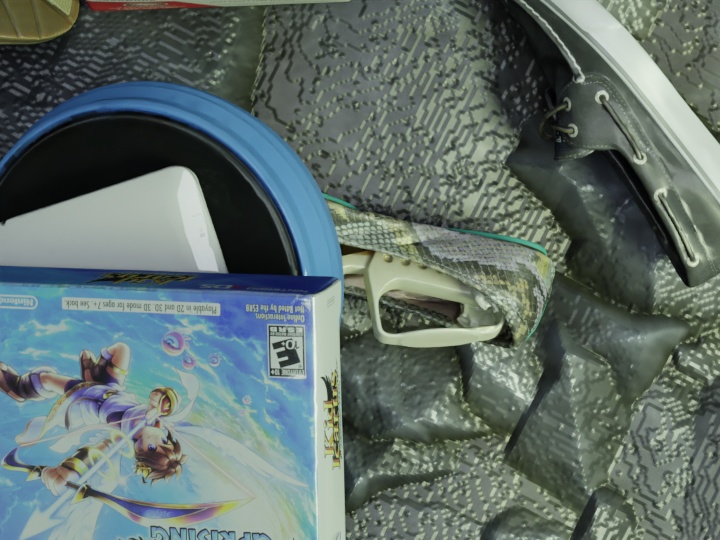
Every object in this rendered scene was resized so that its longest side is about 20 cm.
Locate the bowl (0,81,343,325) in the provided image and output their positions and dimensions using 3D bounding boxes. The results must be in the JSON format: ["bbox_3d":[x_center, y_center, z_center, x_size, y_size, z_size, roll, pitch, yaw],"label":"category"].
[{"bbox_3d":[-0.108,0.007,1.108,0.199,0.039,0.202,3,102,17],"label":"bowl"}]

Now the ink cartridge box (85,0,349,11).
[{"bbox_3d":[-0.071,-0.178,1.066,0.146,0.200,0.083,-3,90,-2],"label":"ink cartridge box"}]

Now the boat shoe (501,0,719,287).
[{"bbox_3d":[0.129,-0.075,1.144,0.066,0.070,0.200,-41,99,-4],"label":"boat shoe"}]

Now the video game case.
[{"bbox_3d":[-0.107,0.093,1.066,0.199,0.045,0.182,2,102,17],"label":"video game case"}]

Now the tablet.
[{"bbox_3d":[-0.110,0.059,1.091,0.130,0.014,0.201,-16,95,20],"label":"tablet"}]

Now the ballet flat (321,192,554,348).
[{"bbox_3d":[0.000,0.000,1.129,0.199,0.072,0.072,13,89,-3],"label":"ballet flat"}]

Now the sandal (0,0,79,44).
[{"bbox_3d":[-0.242,-0.152,1.122,0.199,0.054,0.081,-1,79,-24],"label":"sandal"}]
